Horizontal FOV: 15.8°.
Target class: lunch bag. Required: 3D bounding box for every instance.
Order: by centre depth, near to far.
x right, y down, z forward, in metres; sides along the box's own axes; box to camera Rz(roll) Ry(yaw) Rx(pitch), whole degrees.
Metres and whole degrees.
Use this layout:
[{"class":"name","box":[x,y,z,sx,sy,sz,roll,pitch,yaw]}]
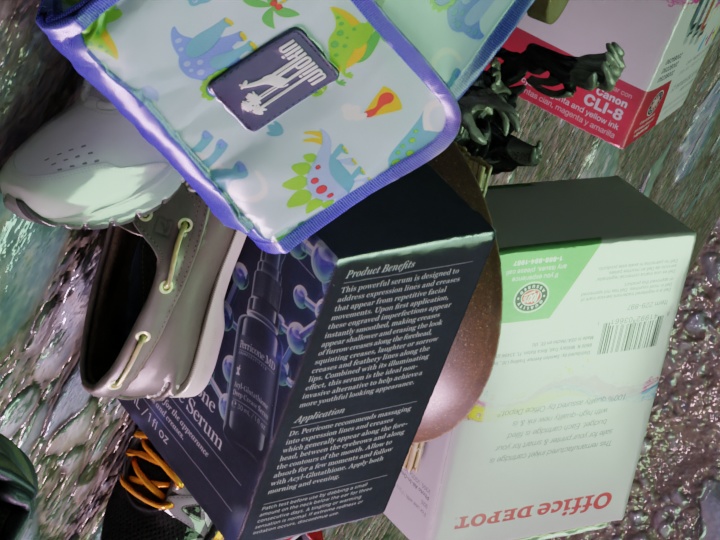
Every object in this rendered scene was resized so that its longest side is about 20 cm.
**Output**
[{"class":"lunch bag","box":[-0.027,-0.129,1.110,0.200,0.127,0.170,-52,130,-10]}]

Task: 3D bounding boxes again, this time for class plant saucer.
[{"class":"plant saucer","box":[0.000,0.000,1.431,0.037,0.200,0.201,-10,135,-37]}]

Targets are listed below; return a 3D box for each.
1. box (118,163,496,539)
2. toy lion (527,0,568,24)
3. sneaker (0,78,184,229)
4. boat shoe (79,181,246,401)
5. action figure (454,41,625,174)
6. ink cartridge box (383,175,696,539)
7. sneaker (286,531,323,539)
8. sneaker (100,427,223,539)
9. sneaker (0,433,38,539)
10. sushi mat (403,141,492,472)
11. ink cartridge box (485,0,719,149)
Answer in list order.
[{"class":"box","box":[-0.038,0.020,1.367,0.107,0.148,0.200,-10,133,-37]},{"class":"toy lion","box":[0.136,-0.259,1.530,0.200,0.069,0.192,-38,147,-61]},{"class":"sneaker","box":[-0.093,-0.094,1.179,0.200,0.074,0.087,-44,143,-31]},{"class":"boat shoe","box":[-0.097,-0.024,1.293,0.060,0.072,0.202,-6,121,-33]},{"class":"action figure","box":[0.077,-0.112,1.435,0.119,0.102,0.200,-37,138,-35]},{"class":"ink cartridge box","box":[0.094,0.054,1.495,0.145,0.088,0.200,-7,119,-31]},{"class":"sneaker","box":[-0.044,0.118,1.674,0.200,0.112,0.071,-53,165,-27]},{"class":"sneaker","box":[-0.103,0.096,1.530,0.200,0.078,0.077,-63,153,-2]},{"class":"sneaker","box":[-0.188,0.108,1.213,0.074,0.081,0.200,-60,166,0]},{"class":"sushi mat","box":[0.021,0.008,1.444,0.012,0.096,0.200,-10,125,-37]},{"class":"ink cartridge box","box":[0.173,-0.212,1.714,0.145,0.145,0.200,-33,149,-61]}]
